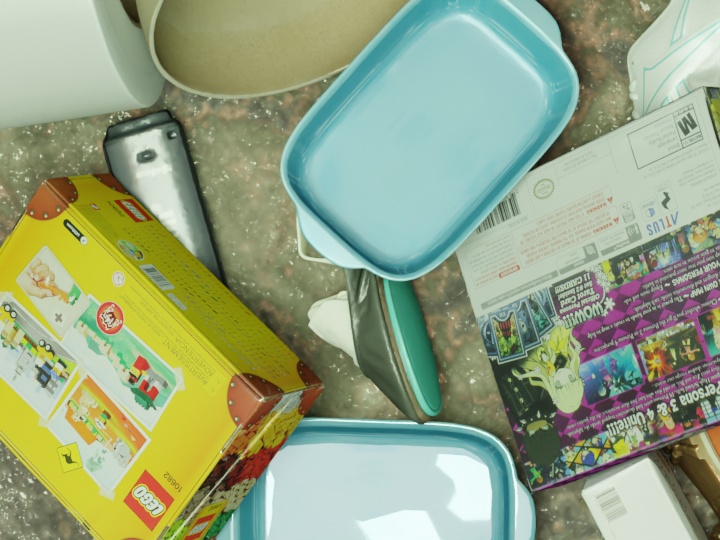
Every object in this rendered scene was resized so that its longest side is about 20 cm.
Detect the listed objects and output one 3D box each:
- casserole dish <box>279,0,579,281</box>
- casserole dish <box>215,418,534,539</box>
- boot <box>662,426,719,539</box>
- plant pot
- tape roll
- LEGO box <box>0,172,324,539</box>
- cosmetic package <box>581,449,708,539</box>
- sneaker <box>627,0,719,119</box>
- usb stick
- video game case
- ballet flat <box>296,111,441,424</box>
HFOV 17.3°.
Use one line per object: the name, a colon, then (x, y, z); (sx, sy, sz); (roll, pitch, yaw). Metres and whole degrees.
casserole dish: (0.040, -0.082, 1.408); (0.121, 0.039, 0.200); (42, 82, 3)
casserole dish: (0.010, 0.152, 1.466); (0.198, 0.039, 0.122); (1, 92, 7)
boot: (0.239, 0.095, 1.426); (0.107, 0.075, 0.201); (-28, 86, -7)
plant pot: (-0.054, -0.216, 1.390); (0.199, 0.200, 0.135); (-30, 65, 10)
tape roll: (-0.203, -0.186, 1.396); (0.138, 0.203, 0.204); (-7, 94, 9)
LEGO box: (-0.144, 0.062, 1.434); (0.200, 0.077, 0.149); (44, 113, 17)
cosmetic package: (0.202, 0.204, 1.428); (0.050, 0.083, 0.201); (-28, 91, 8)
sneaker: (0.195, -0.096, 1.417); (0.080, 0.070, 0.202); (23, 99, 26)
usb stick: (-0.113, 0.001, 1.483); (0.055, 0.033, 0.201); (-15, 92, 10)
video game case: (0.156, 0.014, 1.382); (0.199, 0.036, 0.182); (-26, 76, 36)
ballet flat: (0.000, 0.000, 1.452); (0.068, 0.068, 0.202); (-13, 81, 20)
